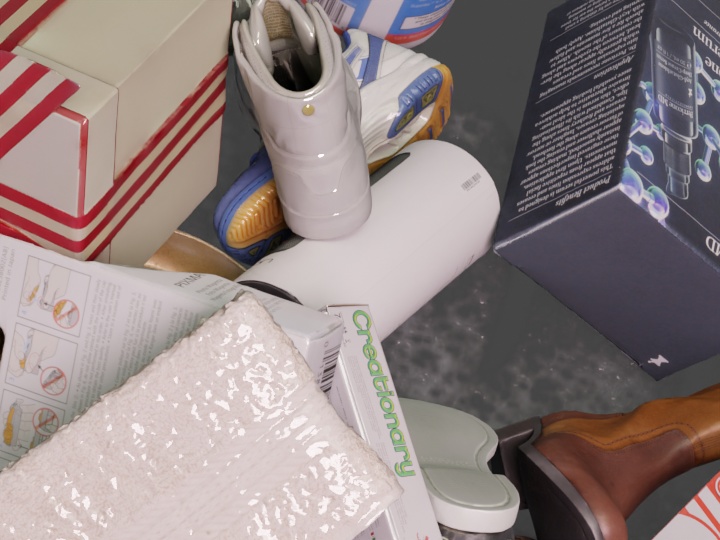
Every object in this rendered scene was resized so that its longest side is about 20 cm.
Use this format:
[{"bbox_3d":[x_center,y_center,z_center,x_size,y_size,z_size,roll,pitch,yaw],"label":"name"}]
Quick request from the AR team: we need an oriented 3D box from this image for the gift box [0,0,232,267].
[{"bbox_3d":[-0.172,-0.083,1.412,0.199,0.185,0.187,20,44,21],"label":"gift box"}]

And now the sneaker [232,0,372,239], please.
[{"bbox_3d":[-0.037,-0.122,1.483,0.073,0.116,0.200,-15,38,-5],"label":"sneaker"}]

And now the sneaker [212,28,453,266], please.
[{"bbox_3d":[-0.033,-0.075,1.572,0.088,0.076,0.200,31,48,24],"label":"sneaker"}]

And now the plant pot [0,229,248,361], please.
[{"bbox_3d":[-0.127,0.061,1.458,0.199,0.028,0.201,10,55,-15],"label":"plant pot"}]

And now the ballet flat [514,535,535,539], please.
[{"bbox_3d":[0.148,0.206,1.451,0.199,0.046,0.068,32,53,3],"label":"ballet flat"}]

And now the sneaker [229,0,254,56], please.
[{"bbox_3d":[-0.117,-0.213,1.624,0.090,0.067,0.201,-10,63,-29],"label":"sneaker"}]

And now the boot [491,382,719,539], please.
[{"bbox_3d":[0.184,0.104,1.439,0.199,0.188,0.069,-14,95,-6],"label":"boot"}]

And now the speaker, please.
[{"bbox_3d":[0.000,0.000,1.491,0.081,0.081,0.200,40,42,9],"label":"speaker"}]

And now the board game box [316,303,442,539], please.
[{"bbox_3d":[-0.016,0.134,1.364,0.034,0.126,0.201,-3,68,-42],"label":"board game box"}]

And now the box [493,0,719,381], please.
[{"bbox_3d":[0.182,-0.065,1.581,0.148,0.107,0.201,37,48,-27],"label":"box"}]

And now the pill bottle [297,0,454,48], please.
[{"bbox_3d":[0.032,-0.237,1.613,0.111,0.200,0.113,10,54,-14],"label":"pill bottle"}]

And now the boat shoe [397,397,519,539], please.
[{"bbox_3d":[0.041,0.122,1.421,0.075,0.061,0.200,10,14,-5],"label":"boat shoe"}]

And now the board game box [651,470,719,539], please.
[{"bbox_3d":[0.226,0.140,1.424,0.199,0.152,0.046,-14,61,-50],"label":"board game box"}]

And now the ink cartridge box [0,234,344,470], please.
[{"bbox_3d":[-0.119,0.076,1.357,0.199,0.164,0.057,20,17,23],"label":"ink cartridge box"}]

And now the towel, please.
[{"bbox_3d":[-0.095,0.117,1.279,0.200,0.034,0.133,-37,93,1],"label":"towel"}]
